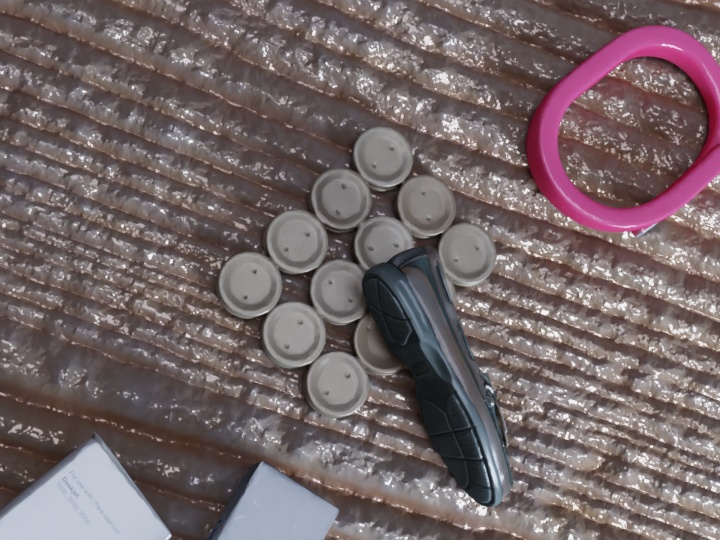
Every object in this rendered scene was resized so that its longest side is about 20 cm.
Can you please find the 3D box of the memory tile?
[{"bbox_3d":[0.000,0.000,0.960,0.200,0.017,0.153,-44,92,-19],"label":"memory tile"}]

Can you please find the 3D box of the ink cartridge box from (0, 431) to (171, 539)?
[{"bbox_3d":[-0.224,0.202,0.794,0.200,0.145,0.085,-41,91,-18],"label":"ink cartridge box"}]

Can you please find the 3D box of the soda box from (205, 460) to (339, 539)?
[{"bbox_3d":[-0.095,0.235,0.864,0.068,0.063,0.201,32,73,-5],"label":"soda box"}]

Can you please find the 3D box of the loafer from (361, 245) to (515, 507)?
[{"bbox_3d":[0.073,0.076,0.929,0.063,0.072,0.201,-30,99,-27],"label":"loafer"}]

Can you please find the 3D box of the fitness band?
[{"bbox_3d":[0.227,-0.115,1.032,0.200,0.037,0.144,-38,90,-19],"label":"fitness band"}]
